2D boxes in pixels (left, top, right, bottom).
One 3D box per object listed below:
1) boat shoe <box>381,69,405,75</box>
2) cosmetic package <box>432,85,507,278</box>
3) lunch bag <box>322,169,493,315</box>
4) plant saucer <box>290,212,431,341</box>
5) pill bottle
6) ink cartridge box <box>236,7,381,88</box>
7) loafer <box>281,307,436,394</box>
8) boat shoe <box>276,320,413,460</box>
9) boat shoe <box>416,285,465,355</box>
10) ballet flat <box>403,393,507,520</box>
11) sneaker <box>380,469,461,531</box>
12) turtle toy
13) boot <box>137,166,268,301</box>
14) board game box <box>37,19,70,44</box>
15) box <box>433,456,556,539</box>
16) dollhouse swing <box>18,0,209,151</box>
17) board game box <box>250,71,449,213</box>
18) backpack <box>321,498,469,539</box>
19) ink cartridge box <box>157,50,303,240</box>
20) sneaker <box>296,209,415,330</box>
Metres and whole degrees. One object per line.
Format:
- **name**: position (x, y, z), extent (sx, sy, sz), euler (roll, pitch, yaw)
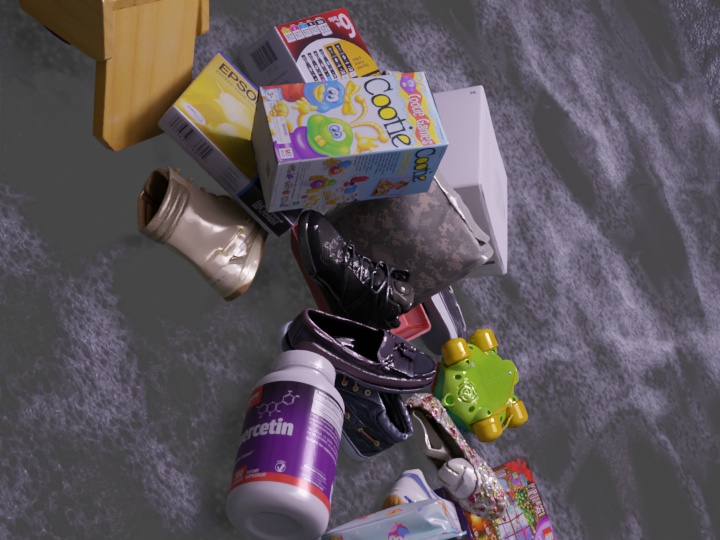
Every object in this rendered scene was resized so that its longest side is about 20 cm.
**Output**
- **boat shoe**: position (0.044, -0.232, 1.674), extent (0.068, 0.072, 0.203), euler (18, 60, -10)
- **cosmetic package**: position (0.144, -0.127, 1.616), extent (0.201, 0.121, 0.202), euler (68, 22, -47)
- **lunch bag**: position (0.059, -0.048, 1.391), extent (0.165, 0.199, 0.118), euler (54, 37, -9)
- **plant saucer**: position (-0.005, 0.018, 1.468), extent (0.199, 0.036, 0.202), euler (-21, 84, -54)
- **pill bottle**: position (-0.078, 0.192, 1.196), extent (0.112, 0.112, 0.202), euler (37, 42, -30)
- **ink cartridge box**: position (-0.054, -0.267, 1.553), extent (0.177, 0.083, 0.200), euler (60, 35, -4)
- **loafer**: position (0.007, 0.094, 1.289), extent (0.197, 0.063, 0.072), euler (14, 37, -18)
- **boat shoe**: position (-0.016, 0.135, 1.330), extent (0.202, 0.090, 0.071), euler (55, 36, -9)
- **boat shoe**: position (0.099, 0.018, 1.564), extent (0.068, 0.073, 0.202), euler (-26, 88, -50)
- **ballet flat**: position (0.109, 0.243, 1.402), extent (0.063, 0.076, 0.200), euler (7, 36, -50)
- **sneaker**: position (0.111, 0.336, 1.371), extent (0.201, 0.075, 0.088), euler (53, 35, -15)
- **turtle toy**: position (0.162, 0.165, 1.523), extent (0.199, 0.100, 0.148), euler (-12, 77, -54)
- **boot**: position (-0.181, -0.081, 1.287), extent (0.155, 0.072, 0.202), euler (38, 45, -28)
- **board game box**: position (-0.350, -0.346, 1.272), extent (0.200, 0.038, 0.160), euler (-42, 113, -55)
- **box**: position (0.191, 0.344, 1.495), extent (0.199, 0.039, 0.139), euler (-5, 72, -53)
- **dollhouse swing**: position (-0.293, -0.270, 1.259), extent (0.180, 0.177, 0.200), euler (33, 32, 12)
- **board game box**: position (-0.016, -0.147, 1.237), extent (0.197, 0.105, 0.104), euler (-8, 64, -16)
- **backpack**: position (0.043, 0.340, 1.181), extent (0.201, 0.173, 0.155), euler (79, -7, -63)
- **ink cartridge box**: position (-0.128, -0.166, 1.320), extent (0.197, 0.047, 0.201), euler (43, 39, -15)
- **sneaker**: position (0.000, 0.000, 1.314), extent (0.201, 0.113, 0.077), euler (62, 31, -33)
